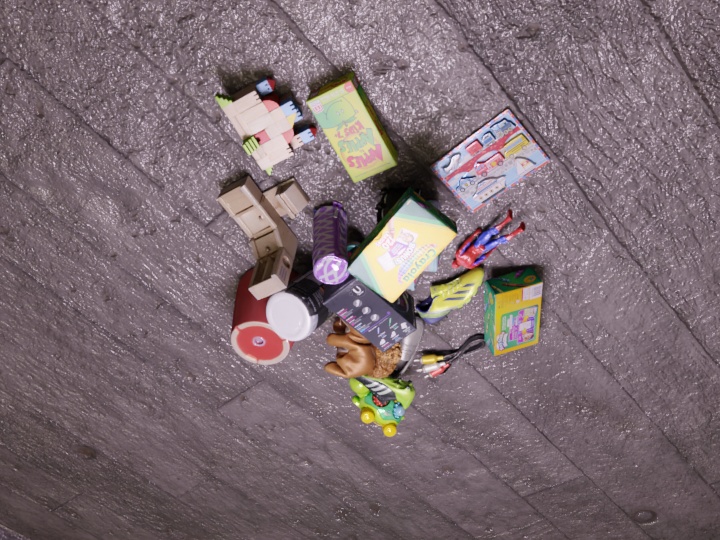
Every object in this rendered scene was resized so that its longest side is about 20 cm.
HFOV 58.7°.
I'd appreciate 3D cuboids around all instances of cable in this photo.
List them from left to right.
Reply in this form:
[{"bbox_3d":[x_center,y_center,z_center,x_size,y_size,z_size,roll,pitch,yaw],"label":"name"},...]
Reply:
[{"bbox_3d":[0.243,0.234,1.666,0.199,0.050,0.097,-19,124,22],"label":"cable"}]

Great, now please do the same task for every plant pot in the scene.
[{"bbox_3d":[-0.226,0.116,1.553,0.199,0.178,0.201,4,128,5],"label":"plant pot"}]

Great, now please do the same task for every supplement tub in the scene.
[{"bbox_3d":[-0.117,0.069,1.467,0.122,0.200,0.123,9,112,24],"label":"supplement tub"}]

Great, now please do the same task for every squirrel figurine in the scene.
[{"bbox_3d":[0.018,0.168,1.594,0.199,0.142,0.188,19,113,13],"label":"squirrel figurine"}]

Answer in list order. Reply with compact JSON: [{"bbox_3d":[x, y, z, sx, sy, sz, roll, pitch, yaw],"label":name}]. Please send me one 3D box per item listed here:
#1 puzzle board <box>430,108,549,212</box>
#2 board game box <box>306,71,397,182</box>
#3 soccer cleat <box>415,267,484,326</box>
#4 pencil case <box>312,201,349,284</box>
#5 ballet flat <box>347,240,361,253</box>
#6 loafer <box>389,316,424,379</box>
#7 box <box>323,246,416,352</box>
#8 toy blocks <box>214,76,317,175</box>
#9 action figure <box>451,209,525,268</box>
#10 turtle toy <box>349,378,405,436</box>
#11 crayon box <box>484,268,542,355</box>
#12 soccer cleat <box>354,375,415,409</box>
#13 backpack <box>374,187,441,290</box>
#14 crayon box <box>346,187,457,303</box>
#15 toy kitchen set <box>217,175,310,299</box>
[{"bbox_3d":[0.267,-0.220,1.328,0.200,0.017,0.151,-34,117,29],"label":"puzzle board"},{"bbox_3d":[-0.014,-0.285,1.292,0.101,0.048,0.200,-20,123,21],"label":"board game box"},{"bbox_3d":[0.211,0.055,1.523,0.084,0.065,0.200,39,122,-9],"label":"soccer cleat"},{"bbox_3d":[-0.061,-0.061,1.385,0.084,0.201,0.086,23,127,-24],"label":"pencil case"},{"bbox_3d":[0.000,0.000,1.501,0.068,0.069,0.201,-8,126,11],"label":"ballet flat"},{"bbox_3d":[0.116,0.201,1.645,0.069,0.070,0.201,14,129,-4],"label":"loafer"},{"bbox_3d":[0.022,0.067,1.431,0.106,0.123,0.200,-37,119,23],"label":"box"},{"bbox_3d":[-0.177,-0.301,1.283,0.136,0.100,0.200,-25,123,11],"label":"toy blocks"},{"bbox_3d":[0.277,-0.059,1.434,0.065,0.052,0.200,39,128,-15],"label":"action figure"},{"bbox_3d":[0.046,0.348,1.739,0.200,0.146,0.101,35,104,-16],"label":"turtle toy"},{"bbox_3d":[0.358,0.100,1.510,0.118,0.058,0.201,-15,129,-8],"label":"crayon box"},{"bbox_3d":[0.043,0.298,1.659,0.199,0.068,0.081,21,114,12],"label":"soccer cleat"},{"bbox_3d":[0.100,-0.061,1.371,0.150,0.178,0.201,8,121,3],"label":"backpack"},{"bbox_3d":[0.079,-0.047,1.246,0.119,0.058,0.200,35,115,-13],"label":"crayon box"},{"bbox_3d":[-0.198,-0.089,1.386,0.162,0.181,0.200,-23,123,22],"label":"toy kitchen set"}]
